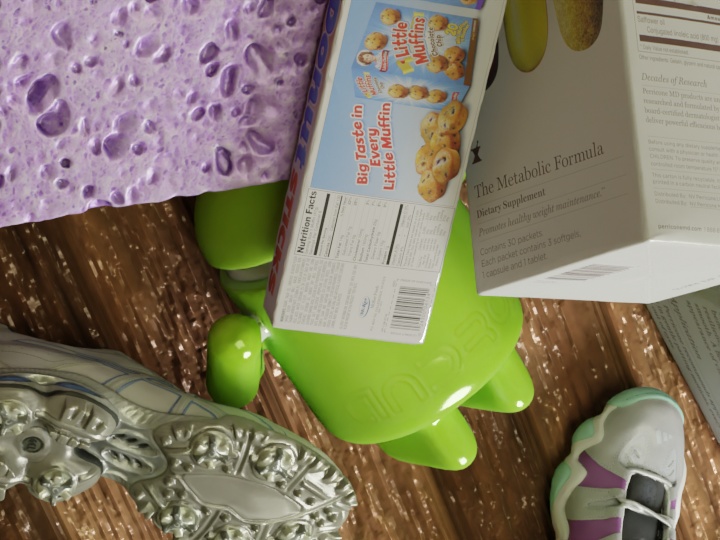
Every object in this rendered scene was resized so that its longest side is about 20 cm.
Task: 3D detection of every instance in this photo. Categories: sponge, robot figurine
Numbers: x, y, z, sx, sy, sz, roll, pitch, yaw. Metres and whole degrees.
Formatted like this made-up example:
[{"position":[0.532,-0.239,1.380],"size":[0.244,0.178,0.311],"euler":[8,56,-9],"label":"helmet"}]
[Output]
[{"position":[-0.076,-0.087,0.936],"size":[0.199,0.030,0.112],"euler":[-10,115,-9],"label":"sponge"},{"position":[0.000,0.000,1.046],"size":[0.175,0.115,0.200],"euler":[-43,112,-20],"label":"robot figurine"}]

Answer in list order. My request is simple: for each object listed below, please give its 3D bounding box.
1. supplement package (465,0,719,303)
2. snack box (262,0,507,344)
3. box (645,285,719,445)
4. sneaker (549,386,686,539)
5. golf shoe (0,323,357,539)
[{"position":[0.115,-0.095,0.965],"size":[0.109,0.113,0.201],"euler":[3,76,-37],"label":"supplement package"},{"position":[0.014,-0.067,0.937],"size":[0.071,0.024,0.201],"euler":[7,110,-16],"label":"snack box"},{"position":[0.291,0.029,1.160],"size":[0.200,0.171,0.200],"euler":[-37,114,-13],"label":"box"},{"position":[0.148,0.169,1.140],"size":[0.077,0.140,0.201],"euler":[15,95,-27],"label":"sneaker"},{"position":[-0.094,0.071,1.027],"size":[0.199,0.097,0.079],"euler":[21,117,-22],"label":"golf shoe"}]
